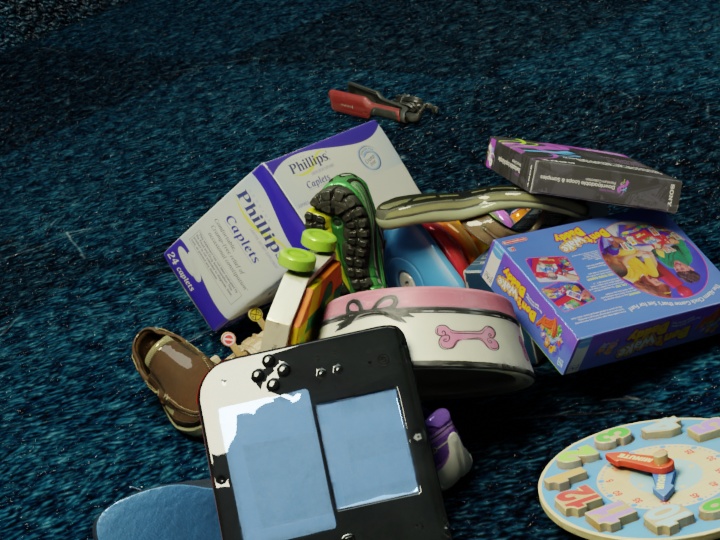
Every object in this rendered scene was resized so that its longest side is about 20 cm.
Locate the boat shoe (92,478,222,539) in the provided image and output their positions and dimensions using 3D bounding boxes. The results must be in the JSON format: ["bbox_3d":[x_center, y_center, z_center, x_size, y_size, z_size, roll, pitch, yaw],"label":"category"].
[{"bbox_3d":[-0.123,0.210,1.447,0.199,0.084,0.069,-2,-8,-23],"label":"boat shoe"}]

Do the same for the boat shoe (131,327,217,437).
[{"bbox_3d":[-0.179,0.102,1.710,0.075,0.075,0.202,-49,24,-9],"label":"boat shoe"}]

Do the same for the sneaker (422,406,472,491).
[{"bbox_3d":[0.016,0.130,1.529,0.200,0.084,0.081,7,29,45],"label":"sneaker"}]

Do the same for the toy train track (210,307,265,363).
[{"bbox_3d":[-0.083,0.040,1.801,0.200,0.033,0.115,-36,7,-9],"label":"toy train track"}]

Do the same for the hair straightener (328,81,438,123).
[{"bbox_3d":[0.044,-0.243,2.508,0.077,0.041,0.200,-28,25,-32],"label":"hair straightener"}]

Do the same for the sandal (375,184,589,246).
[{"bbox_3d":[0.115,-0.047,1.667,0.200,0.058,0.080,-5,8,5],"label":"sandal"}]

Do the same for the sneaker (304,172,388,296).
[{"bbox_3d":[0.000,0.000,1.705,0.078,0.201,0.085,3,27,17],"label":"sneaker"}]

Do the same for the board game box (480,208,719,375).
[{"bbox_3d":[0.228,0.014,1.598,0.200,0.045,0.135,-11,48,-32],"label":"board game box"}]

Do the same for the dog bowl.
[{"bbox_3d":[0.052,0.065,1.545,0.199,0.074,0.200,-1,-12,0],"label":"dog bowl"}]

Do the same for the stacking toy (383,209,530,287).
[{"bbox_3d":[0.121,-0.025,1.768,0.200,0.110,0.116,-27,-19,-30],"label":"stacking toy"}]

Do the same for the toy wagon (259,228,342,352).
[{"bbox_3d":[-0.050,0.043,1.578,0.039,0.156,0.200,16,19,11],"label":"toy wagon"}]

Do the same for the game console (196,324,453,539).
[{"bbox_3d":[-0.031,0.151,1.405,0.176,0.201,0.031,-14,-22,2],"label":"game console"}]

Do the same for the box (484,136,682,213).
[{"bbox_3d":[0.210,-0.094,1.696,0.142,0.036,0.200,7,11,-10],"label":"box"}]

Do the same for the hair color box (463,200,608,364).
[{"bbox_3d":[0.180,0.002,1.722,0.060,0.100,0.200,0,25,35],"label":"hair color box"}]

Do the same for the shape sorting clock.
[{"bbox_3d":[0.237,0.159,1.376,0.199,0.039,0.200,-12,22,5],"label":"shape sorting clock"}]

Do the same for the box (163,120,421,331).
[{"bbox_3d":[-0.069,-0.046,1.846,0.184,0.105,0.200,-26,-9,-46],"label":"box"}]
